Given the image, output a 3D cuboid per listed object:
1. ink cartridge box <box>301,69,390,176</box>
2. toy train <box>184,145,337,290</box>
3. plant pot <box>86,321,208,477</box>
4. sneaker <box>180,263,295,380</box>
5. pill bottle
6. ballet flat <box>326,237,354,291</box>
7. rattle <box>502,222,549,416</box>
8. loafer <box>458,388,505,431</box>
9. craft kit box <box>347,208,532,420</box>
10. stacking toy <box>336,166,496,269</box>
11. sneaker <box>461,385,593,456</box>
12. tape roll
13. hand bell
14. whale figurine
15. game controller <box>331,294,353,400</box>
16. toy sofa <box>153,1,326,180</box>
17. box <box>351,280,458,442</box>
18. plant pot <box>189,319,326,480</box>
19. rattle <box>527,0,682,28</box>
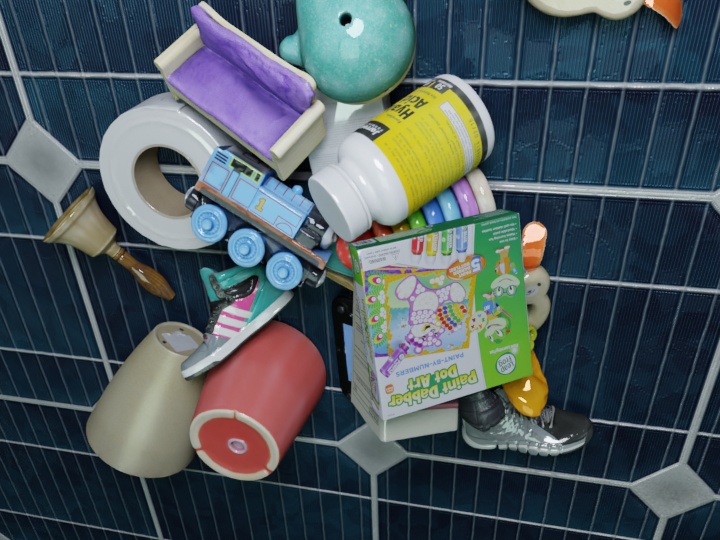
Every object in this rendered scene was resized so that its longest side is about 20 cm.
[{"bbox_3d":[-0.010,-0.153,0.767,0.107,0.051,0.203,-3,120,15],"label":"ink cartridge box"},{"bbox_3d":[-0.115,-0.062,0.739,0.198,0.087,0.115,32,104,-2],"label":"toy train"},{"bbox_3d":[-0.322,0.193,0.991,0.185,0.188,0.202,27,110,-3],"label":"plant pot"},{"bbox_3d":[-0.206,0.056,0.888,0.199,0.084,0.121,-40,97,-12],"label":"sneaker"},{"bbox_3d":[0.044,-0.121,0.678,0.199,0.111,0.112,-37,113,-15],"label":"pill bottle"},{"bbox_3d":[0.000,0.000,0.850,0.198,0.069,0.063,31,168,-22],"label":"ballet flat"},{"bbox_3d":[0.204,0.064,0.764,0.128,0.144,0.202,12,135,-7],"label":"rattle"},{"bbox_3d":[0.126,0.159,0.859,0.068,0.200,0.071,-32,109,-19],"label":"loafer"},{"bbox_3d":[0.096,0.048,0.695,0.197,0.048,0.201,-14,108,-15],"label":"craft kit box"},{"bbox_3d":[0.062,-0.058,0.747,0.197,0.086,0.086,-20,116,0],"label":"stacking toy"},{"bbox_3d":[0.241,0.210,0.909,0.196,0.075,0.117,-7,116,19],"label":"sneaker"},{"bbox_3d":[-0.246,-0.133,0.826,0.199,0.071,0.205,7,122,11],"label":"tape roll"},{"bbox_3d":[-0.364,-0.019,0.926,0.103,0.105,0.200,-29,122,27],"label":"hand bell"},{"bbox_3d":[-0.025,-0.278,0.642,0.158,0.104,0.202,-30,88,10],"label":"whale figurine"},{"bbox_3d":[0.007,0.129,0.924,0.103,0.042,0.203,22,130,37],"label":"game controller"},{"bbox_3d":[-0.137,-0.204,0.690,0.199,0.083,0.098,38,165,15],"label":"toy sofa"},{"bbox_3d":[0.057,0.094,0.783,0.107,0.128,0.204,-3,103,-19],"label":"box"},{"bbox_3d":[-0.165,0.208,0.946,0.197,0.178,0.203,6,122,9],"label":"plant pot"},{"bbox_3d":[0.238,-0.290,0.574,0.199,0.143,0.131,34,104,-1],"label":"rattle"}]
